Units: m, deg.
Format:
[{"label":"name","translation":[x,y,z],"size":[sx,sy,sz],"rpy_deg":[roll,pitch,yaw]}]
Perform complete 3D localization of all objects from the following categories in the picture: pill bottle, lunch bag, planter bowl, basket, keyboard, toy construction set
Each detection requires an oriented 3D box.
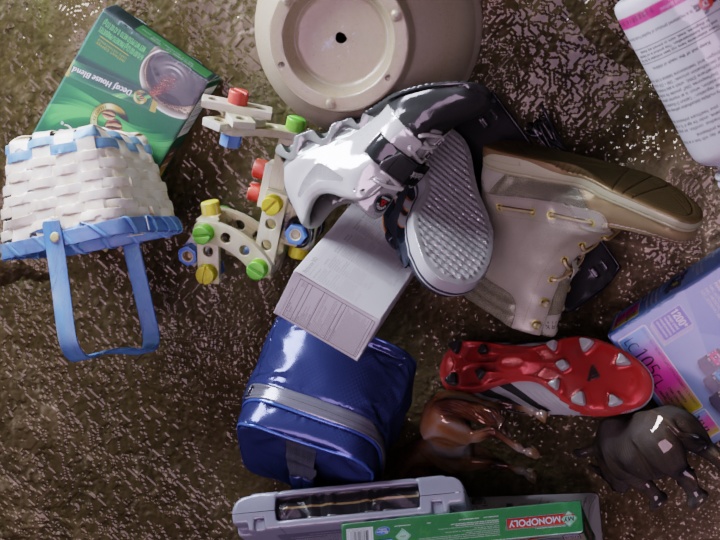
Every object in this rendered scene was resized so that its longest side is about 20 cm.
[{"label":"pill bottle","translation":[0.302,-0.156,1.236],"size":[0.113,0.113,0.200],"rpy_deg":[-27,97,18]},{"label":"lunch bag","translation":[-0.036,0.139,1.348],"size":[0.136,0.200,0.132],"rpy_deg":[20,68,9]},{"label":"planter bowl","translation":[-0.004,-0.203,1.284],"size":[0.200,0.135,0.200],"rpy_deg":[3,106,12]},{"label":"basket","translation":[-0.232,-0.022,1.325],"size":[0.139,0.176,0.200],"rpy_deg":[-15,85,12]},{"label":"keyboard","translation":[0.163,-0.068,1.338],"size":[0.104,0.040,0.200],"rpy_deg":[-36,88,31]},{"label":"toy construction set","translation":[-0.096,-0.074,1.362],"size":[0.131,0.092,0.200],"rpy_deg":[17,125,10]}]

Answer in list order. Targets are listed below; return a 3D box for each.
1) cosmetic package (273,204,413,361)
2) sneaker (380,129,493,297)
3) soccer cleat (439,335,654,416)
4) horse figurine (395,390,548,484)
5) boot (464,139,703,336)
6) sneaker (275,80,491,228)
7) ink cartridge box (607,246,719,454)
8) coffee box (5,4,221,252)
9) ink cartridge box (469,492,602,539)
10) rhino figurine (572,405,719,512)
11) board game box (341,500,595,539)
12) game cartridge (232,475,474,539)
[{"label":"cosmetic package","translation":[0.000,0.000,1.301],"size":[0.083,0.200,0.051],"rpy_deg":[32,118,3]},{"label":"sneaker","translation":[0.063,-0.035,1.285],"size":[0.078,0.200,0.079],"rpy_deg":[17,130,-15]},{"label":"soccer cleat","translation":[0.167,0.097,1.335],"size":[0.200,0.085,0.069],"rpy_deg":[1,72,28]},{"label":"horse figurine","translation":[0.098,0.153,1.360],"size":[0.133,0.200,0.050],"rpy_deg":[13,63,9]},{"label":"boot","translation":[0.183,-0.015,1.279],"size":[0.200,0.072,0.155],"rpy_deg":[20,113,29]},{"label":"sneaker","translation":[0.026,-0.090,1.242],"size":[0.200,0.074,0.089],"rpy_deg":[-22,70,30]},{"label":"ink cartridge box","translation":[0.335,0.047,1.305],"size":[0.200,0.076,0.136],"rpy_deg":[-35,95,17]},{"label":"coffee box","translation":[-0.231,-0.129,1.403],"size":[0.123,0.044,0.200],"rpy_deg":[36,110,0]},{"label":"ink cartridge box","translation":[0.125,0.291,1.413],"size":[0.200,0.085,0.146],"rpy_deg":[-4,103,16]},{"label":"rhino figurine","translation":[0.246,0.162,1.314],"size":[0.060,0.200,0.087],"rpy_deg":[-43,93,-20]},{"label":"board game box","translation":[0.097,0.234,1.291],"size":[0.200,0.135,0.029],"rpy_deg":[-8,66,12]},{"label":"game cartridge","translation":[0.000,0.218,1.324],"size":[0.200,0.133,0.040],"rpy_deg":[-6,64,8]}]
